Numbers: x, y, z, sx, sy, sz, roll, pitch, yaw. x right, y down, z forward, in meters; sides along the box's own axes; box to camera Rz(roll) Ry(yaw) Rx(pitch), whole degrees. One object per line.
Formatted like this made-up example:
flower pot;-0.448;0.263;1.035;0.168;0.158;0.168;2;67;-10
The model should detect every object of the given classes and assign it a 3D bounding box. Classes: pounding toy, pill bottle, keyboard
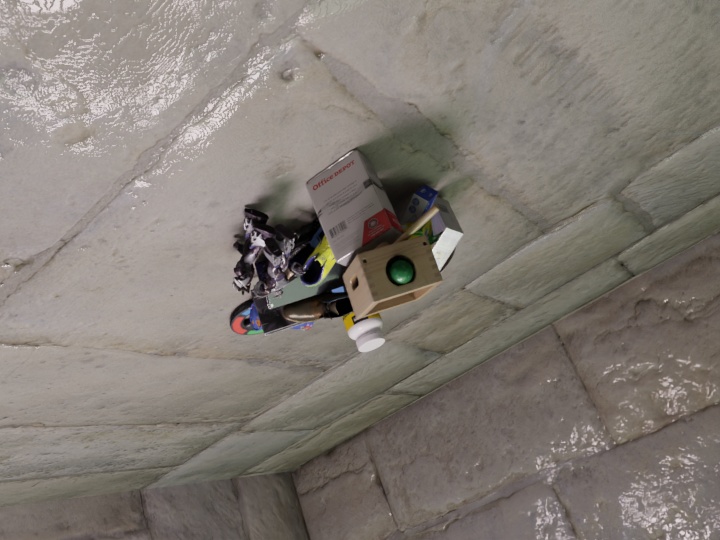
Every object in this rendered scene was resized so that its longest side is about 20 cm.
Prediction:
pounding toy;0.072;-0.013;1.239;0.181;0.144;0.200;-16;168;-17
pill bottle;0.001;0.135;1.819;0.111;0.202;0.113;-18;154;-9
keyboard;-0.151;-0.060;1.425;0.128;0.021;0.200;-57;169;32

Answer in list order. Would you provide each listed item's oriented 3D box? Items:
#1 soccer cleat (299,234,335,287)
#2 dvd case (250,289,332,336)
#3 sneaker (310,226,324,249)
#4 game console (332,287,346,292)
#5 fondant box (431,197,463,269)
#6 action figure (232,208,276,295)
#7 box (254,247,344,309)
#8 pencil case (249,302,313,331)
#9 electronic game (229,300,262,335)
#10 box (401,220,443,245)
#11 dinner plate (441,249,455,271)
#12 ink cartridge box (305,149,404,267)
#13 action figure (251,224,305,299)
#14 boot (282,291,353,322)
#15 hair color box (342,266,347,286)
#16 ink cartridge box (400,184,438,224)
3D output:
soccer cleat;-0.072;-0.046;1.384;0.202;0.064;0.084;-57;177;12
dvd case;-0.169;0.076;1.548;0.197;0.150;0.016;-17;140;-12
sneaker;-0.037;-0.102;1.441;0.200;0.078;0.070;-44;175;28
game console;-0.091;0.035;1.661;0.197;0.174;0.118;-13;180;-19
fondant box;0.177;-0.069;1.574;0.057;0.145;0.202;14;125;-23
action figure;-0.254;-0.034;1.364;0.068;0.131;0.202;9;127;-28
box;-0.152;0.009;1.511;0.197;0.141;0.080;-17;117;-12
pencil case;-0.220;0.130;1.704;0.198;0.080;0.086;5;164;-45
electronic game;-0.284;0.134;1.772;0.197;0.042;0.201;-19;155;-9
box;0.090;-0.076;1.415;0.197;0.049;0.117;-7;-166;18
dinner plate;0.184;-0.025;1.683;0.199;0.202;0.024;-33;121;21
ink cartridge box;-0.012;-0.130;1.301;0.146;0.202;0.083;-31;157;19
action figure;-0.179;0.000;1.316;0.130;0.069;0.202;-40;156;-32
boot;-0.089;0.083;1.461;0.196;0.076;0.097;-9;177;-12
hair color box;0.000;0.000;1.541;0.063;0.200;0.112;32;89;-21
ink cartridge box;0.125;-0.108;1.515;0.094;0.044;0.202;-43;159;-59
